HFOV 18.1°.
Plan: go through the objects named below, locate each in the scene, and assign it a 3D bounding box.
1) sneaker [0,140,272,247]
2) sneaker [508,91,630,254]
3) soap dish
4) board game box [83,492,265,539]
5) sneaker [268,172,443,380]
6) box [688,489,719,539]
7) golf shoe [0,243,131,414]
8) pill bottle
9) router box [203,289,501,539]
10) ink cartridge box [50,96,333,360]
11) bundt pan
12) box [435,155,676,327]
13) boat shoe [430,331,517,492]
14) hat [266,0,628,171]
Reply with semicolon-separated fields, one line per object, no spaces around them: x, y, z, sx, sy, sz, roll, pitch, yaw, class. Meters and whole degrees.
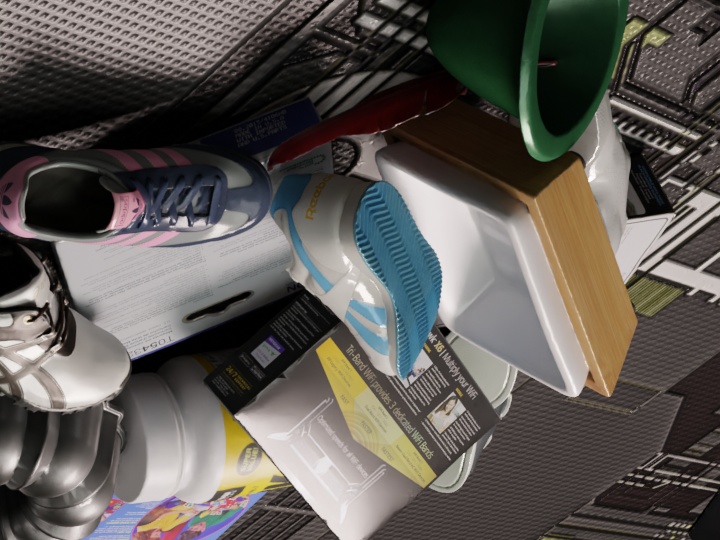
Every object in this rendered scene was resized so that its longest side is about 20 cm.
-0.140;-0.041;1.409;0.199;0.082;0.071;-2;105;-23;sneaker
0.161;-0.092;1.626;0.089;0.075;0.201;-46;142;-36;sneaker
0.104;-0.019;1.556;0.081;0.157;0.200;-43;134;-19;soap dish
-0.180;0.186;1.860;0.199;0.045;0.134;5;140;-45;board game box
0.000;0.000;1.538;0.077;0.080;0.200;-62;150;-28;sneaker
0.470;0.259;2.501;0.140;0.079;0.200;-15;151;-24;box
-0.218;0.034;1.474;0.199;0.078;0.094;22;141;-39;golf shoe
-0.096;0.116;1.735;0.199;0.115;0.114;-8;148;-30;pill bottle
-0.002;0.097;1.671;0.157;0.052;0.200;-41;134;-6;router box
-0.112;-0.022;1.556;0.195;0.043;0.200;-22;155;-9;ink cartridge box
-0.267;0.149;1.626;0.201;0.076;0.202;-4;142;-3;bundt pan
0.129;-0.021;1.738;0.199;0.060;0.117;-9;148;-28;box
0.093;0.100;1.924;0.060;0.075;0.201;-52;169;-50;boat shoe
0.059;-0.164;1.464;0.200;0.175;0.166;-46;142;-48;hat
